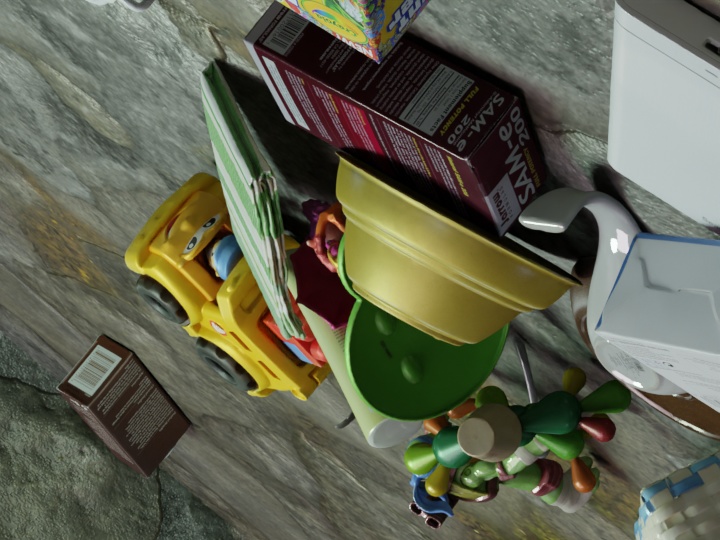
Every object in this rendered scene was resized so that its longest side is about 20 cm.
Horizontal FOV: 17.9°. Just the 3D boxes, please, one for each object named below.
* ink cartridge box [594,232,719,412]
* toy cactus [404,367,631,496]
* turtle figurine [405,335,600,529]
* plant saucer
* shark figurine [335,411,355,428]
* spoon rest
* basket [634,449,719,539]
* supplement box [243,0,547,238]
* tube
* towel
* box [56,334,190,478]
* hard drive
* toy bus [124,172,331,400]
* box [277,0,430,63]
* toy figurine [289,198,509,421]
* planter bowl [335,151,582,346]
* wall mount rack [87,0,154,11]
[{"bbox_3d":[0.264,0.057,1.415,0.200,0.077,0.136,33,169,-28],"label":"ink cartridge box"},{"bbox_3d":[0.115,0.135,1.816,0.199,0.103,0.165,-8,178,21],"label":"toy cactus"},{"bbox_3d":[0.127,0.130,1.987,0.143,0.201,0.194,-12,157,37],"label":"turtle figurine"},{"bbox_3d":[0.228,0.066,1.656,0.200,0.032,0.200,35,165,11],"label":"plant saucer"},{"bbox_3d":[-0.013,0.104,2.209,0.128,0.090,0.215,26,163,33],"label":"shark figurine"},{"bbox_3d":[0.177,0.013,1.546,0.099,0.061,0.200,12,147,44],"label":"spoon rest"},{"bbox_3d":[0.298,0.247,1.763,0.176,0.138,0.201,85,162,-70],"label":"basket"},{"bbox_3d":[0.024,-0.111,1.555,0.200,0.061,0.109,31,165,28],"label":"supplement box"},{"bbox_3d":[-0.007,0.056,1.922,0.058,0.052,0.201,30,-152,-55],"label":"tube"},{"bbox_3d":[-0.088,-0.054,1.855,0.201,0.023,0.153,79,167,-48],"label":"towel"},{"bbox_3d":[-0.322,0.187,3.126,0.075,0.100,0.200,26,160,38],"label":"box"},{"bbox_3d":[0.202,-0.079,1.305,0.132,0.027,0.200,34,165,17],"label":"hard drive"},{"bbox_3d":[-0.088,0.020,2.025,0.200,0.136,0.192,46,167,-21],"label":"toy bus"},{"bbox_3d":[-0.043,-0.246,1.210,0.200,0.122,0.193,33,165,20],"label":"box"},{"bbox_3d":[0.000,0.000,1.829,0.184,0.150,0.200,34,160,53],"label":"toy figurine"},{"bbox_3d":[0.052,-0.002,1.624,0.200,0.084,0.200,28,-176,-2],"label":"planter bowl"},{"bbox_3d":[-0.195,-0.263,1.614,0.173,0.075,0.200,38,165,-12],"label":"wall mount rack"}]
